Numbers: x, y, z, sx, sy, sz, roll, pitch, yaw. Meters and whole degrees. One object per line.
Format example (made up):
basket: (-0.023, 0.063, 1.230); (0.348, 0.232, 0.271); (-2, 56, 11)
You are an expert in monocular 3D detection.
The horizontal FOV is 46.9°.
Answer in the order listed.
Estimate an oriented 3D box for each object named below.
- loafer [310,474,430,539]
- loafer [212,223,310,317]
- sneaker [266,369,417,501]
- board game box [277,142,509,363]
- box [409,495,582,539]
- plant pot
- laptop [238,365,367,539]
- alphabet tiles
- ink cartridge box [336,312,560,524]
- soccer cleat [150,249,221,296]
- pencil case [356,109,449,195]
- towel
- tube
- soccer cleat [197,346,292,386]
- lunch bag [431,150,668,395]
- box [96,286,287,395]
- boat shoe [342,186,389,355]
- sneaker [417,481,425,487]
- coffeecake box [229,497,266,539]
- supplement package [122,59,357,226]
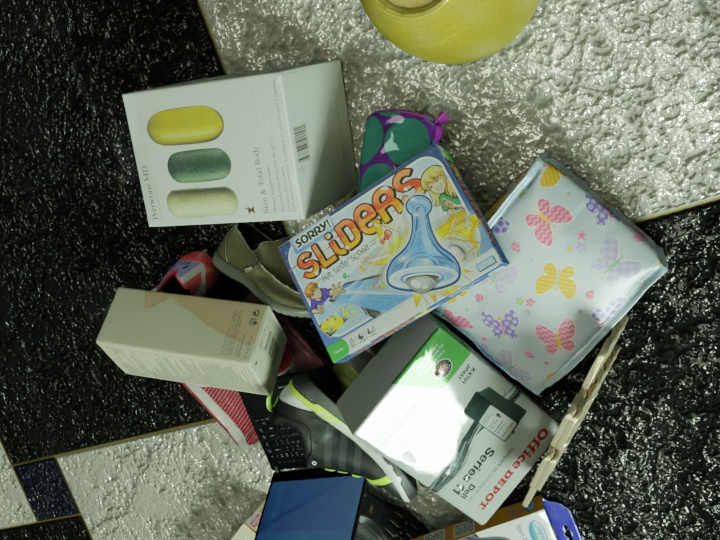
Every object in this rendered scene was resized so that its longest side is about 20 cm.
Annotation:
loafer: (0.018, 0.332, 1.072); (0.200, 0.068, 0.071); (34, 139, 4)
loafer: (-0.101, -0.004, 0.991); (0.199, 0.075, 0.070); (27, 109, 31)
sneaker: (-0.023, 0.200, 0.945); (0.200, 0.072, 0.083); (44, 99, -1)
board game box: (0.029, -0.015, 0.824); (0.199, 0.034, 0.136); (-33, 76, 18)
box: (0.169, 0.352, 0.995); (0.198, 0.041, 0.120); (-23, 99, 13)
plant pot: (0.070, -0.298, 0.798); (0.198, 0.142, 0.202); (7, 109, 21)
laptop: (-0.086, 0.240, 1.019); (0.176, 0.103, 0.202); (-16, 100, 38)
alphabet tiles: (0.221, 0.143, 0.839); (0.015, 0.200, 0.197); (28, 115, 19)
ink cartridge box: (0.098, 0.158, 0.899); (0.199, 0.083, 0.147); (38, 93, -21)
soccer cleat: (-0.254, 0.045, 1.081); (0.067, 0.076, 0.200); (49, 126, 2)
pencil case: (0.038, -0.070, 0.888); (0.092, 0.085, 0.202); (6, 91, 26)
towel: (-0.147, 0.137, 1.102); (0.144, 0.023, 0.200); (46, 119, 5)
tube: (-0.045, 0.178, 1.057); (0.200, 0.052, 0.058); (-53, 42, 33)
soccer cleat: (-0.179, 0.116, 1.068); (0.198, 0.069, 0.086); (0, 143, 11)
lunch bag: (0.184, 0.005, 0.857); (0.169, 0.127, 0.201); (40, 108, 5)
box: (-0.198, 0.084, 0.984); (0.198, 0.078, 0.095); (7, 151, 15)
boat shoe: (0.002, 0.000, 0.969); (0.063, 0.073, 0.203); (15, 121, 52)
sneaker: (0.034, 0.178, 1.000); (0.114, 0.076, 0.202); (-4, 110, 24)
coffeecake box: (-0.109, 0.444, 1.154); (0.200, 0.073, 0.154); (41, 119, 8)
supplement package: (-0.129, -0.142, 0.931); (0.198, 0.151, 0.153); (-1, 107, 24)
